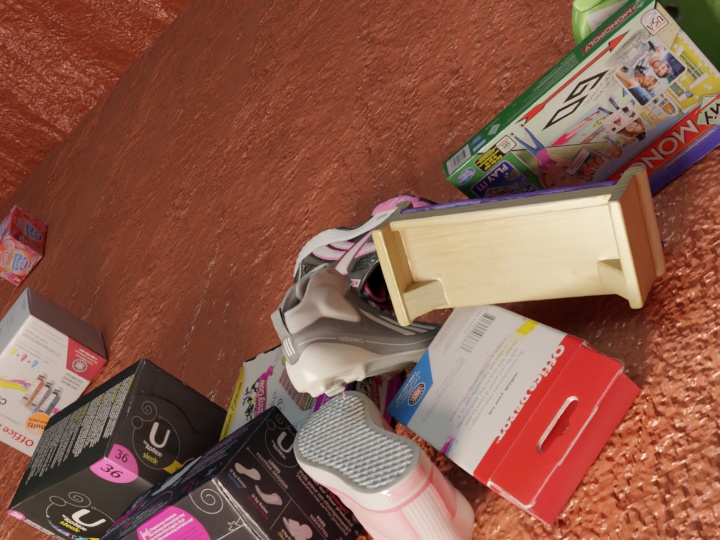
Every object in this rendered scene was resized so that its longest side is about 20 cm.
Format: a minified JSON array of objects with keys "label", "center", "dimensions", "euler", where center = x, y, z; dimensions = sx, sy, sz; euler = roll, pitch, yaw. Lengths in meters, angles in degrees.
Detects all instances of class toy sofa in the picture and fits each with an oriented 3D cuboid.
[{"label":"toy sofa","center":[0.119,-0.022,0.733],"dimensions":[0.199,0.083,0.098],"euler":[-6,22,32]}]

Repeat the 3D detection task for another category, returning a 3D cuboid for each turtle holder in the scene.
[{"label":"turtle holder","center":[0.259,-0.228,0.791],"dimensions":[0.186,0.141,0.132],"euler":[-51,5,27]}]

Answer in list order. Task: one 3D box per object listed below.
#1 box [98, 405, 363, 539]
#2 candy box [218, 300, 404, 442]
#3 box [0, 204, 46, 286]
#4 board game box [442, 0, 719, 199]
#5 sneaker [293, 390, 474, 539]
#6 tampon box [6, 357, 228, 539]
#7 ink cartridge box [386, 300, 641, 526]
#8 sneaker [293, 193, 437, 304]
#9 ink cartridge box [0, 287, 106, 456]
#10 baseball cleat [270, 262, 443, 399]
[{"label":"box","center":[-0.115,0.228,0.819],"dimensions":[0.200,0.132,0.115],"euler":[-36,7,31]},{"label":"candy box","center":[-0.049,0.126,0.939],"dimensions":[0.200,0.061,0.137],"euler":[-29,36,40]},{"label":"box","center":[-0.832,-0.062,2.384],"dimensions":[0.103,0.095,0.200],"euler":[-48,27,9]},{"label":"board game box","center":[0.182,-0.102,0.762],"dimensions":[0.200,0.134,0.029],"euler":[-41,29,24]},{"label":"sneaker","center":[0.018,0.162,0.742],"dimensions":[0.075,0.105,0.200],"euler":[-40,19,-11]},{"label":"tampon box","center":[-0.246,0.211,1.050],"dimensions":[0.200,0.150,0.127],"euler":[-30,33,38]},{"label":"ink cartridge box","center":[0.113,0.099,0.702],"dimensions":[0.116,0.067,0.200],"euler":[-55,26,-5]},{"label":"sneaker","center":[0.000,0.000,1.001],"dimensions":[0.200,0.080,0.087],"euler":[-34,42,43]},{"label":"ink cartridge box","center":[-0.527,0.161,1.568],"dimensions":[0.200,0.145,0.145],"euler":[-53,27,2]},{"label":"baseball cleat","center":[0.007,0.041,0.795],"dimensions":[0.070,0.200,0.107],"euler":[-29,78,30]}]
